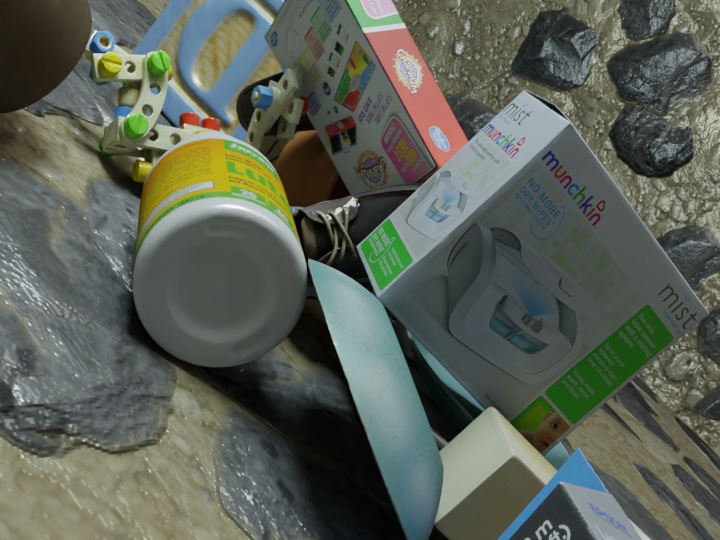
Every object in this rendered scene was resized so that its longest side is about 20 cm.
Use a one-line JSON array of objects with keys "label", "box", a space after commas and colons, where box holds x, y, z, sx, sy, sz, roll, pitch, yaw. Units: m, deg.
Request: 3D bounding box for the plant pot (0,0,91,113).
[{"label": "plant pot", "box": [-0.268, -0.202, 0.580, 0.201, 0.199, 0.175, 50, -2, 35]}]

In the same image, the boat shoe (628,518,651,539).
[{"label": "boat shoe", "box": [0.224, 0.246, 0.840, 0.198, 0.073, 0.068, 33, -8, -11]}]

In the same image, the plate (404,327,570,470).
[{"label": "plate", "box": [0.106, 0.117, 0.757, 0.199, 0.026, 0.201, 40, 13, -11]}]

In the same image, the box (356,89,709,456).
[{"label": "box", "box": [0.127, 0.006, 0.666, 0.200, 0.176, 0.097, 46, 9, -25]}]

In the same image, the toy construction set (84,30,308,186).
[{"label": "toy construction set", "box": [-0.142, -0.130, 0.774, 0.195, 0.135, 0.092, 3, -11, -22]}]

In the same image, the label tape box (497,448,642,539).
[{"label": "label tape box", "box": [0.078, 0.181, 0.410, 0.063, 0.145, 0.201, 32, 15, -25]}]

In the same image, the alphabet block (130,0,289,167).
[{"label": "alphabet block", "box": [-0.124, -0.237, 1.078, 0.197, 0.196, 0.199, 46, 12, 14]}]

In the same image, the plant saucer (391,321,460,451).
[{"label": "plant saucer", "box": [0.057, 0.123, 0.756, 0.199, 0.050, 0.201, 40, 12, -10]}]

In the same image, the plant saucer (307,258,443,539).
[{"label": "plant saucer", "box": [0.017, 0.081, 0.581, 0.201, 0.038, 0.205, 158, -89, -89]}]

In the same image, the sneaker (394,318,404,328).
[{"label": "sneaker", "box": [0.114, 0.097, 0.899, 0.200, 0.081, 0.076, 47, -27, -14]}]

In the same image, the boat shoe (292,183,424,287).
[{"label": "boat shoe", "box": [-0.022, -0.019, 0.720, 0.073, 0.196, 0.076, -14, 87, -67]}]

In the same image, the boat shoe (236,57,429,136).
[{"label": "boat shoe", "box": [-0.023, -0.179, 0.877, 0.068, 0.195, 0.074, -24, 107, -73]}]

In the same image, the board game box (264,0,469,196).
[{"label": "board game box", "box": [0.000, -0.156, 0.767, 0.203, 0.040, 0.153, 62, -26, 1]}]

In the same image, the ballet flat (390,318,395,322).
[{"label": "ballet flat", "box": [0.038, 0.002, 0.898, 0.056, 0.066, 0.204, 28, -42, 47]}]

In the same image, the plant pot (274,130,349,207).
[{"label": "plant pot", "box": [-0.005, -0.079, 0.961, 0.199, 0.203, 0.139, 29, 1, -44]}]

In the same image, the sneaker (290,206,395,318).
[{"label": "sneaker", "box": [0.000, 0.000, 0.828, 0.195, 0.081, 0.129, 5, -12, 27]}]

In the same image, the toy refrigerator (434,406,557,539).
[{"label": "toy refrigerator", "box": [0.136, 0.196, 0.647, 0.200, 0.076, 0.070, 44, 10, -20]}]

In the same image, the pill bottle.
[{"label": "pill bottle", "box": [-0.102, -0.030, 0.632, 0.110, 0.111, 0.201, 35, 14, -24]}]
